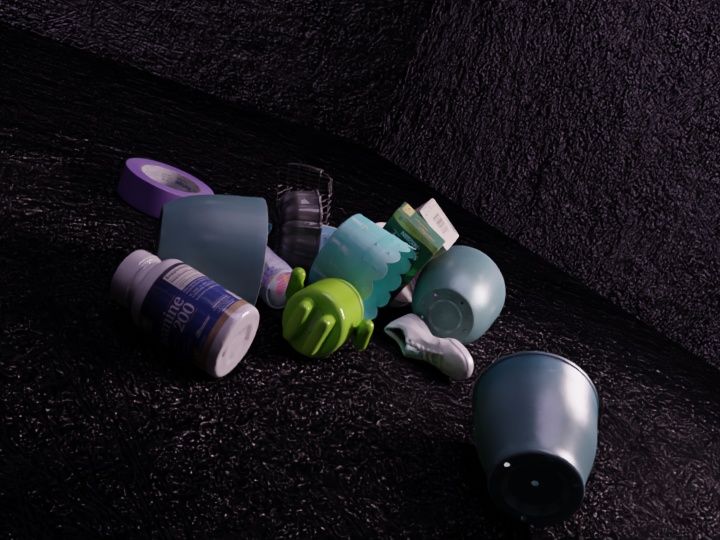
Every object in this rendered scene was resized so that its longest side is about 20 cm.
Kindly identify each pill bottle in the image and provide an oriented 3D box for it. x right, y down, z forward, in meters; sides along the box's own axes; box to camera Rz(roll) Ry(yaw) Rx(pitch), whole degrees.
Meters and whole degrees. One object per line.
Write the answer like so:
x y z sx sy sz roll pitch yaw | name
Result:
-0.251 0.054 0.978 0.198 0.113 0.111 30 16 13 | pill bottle

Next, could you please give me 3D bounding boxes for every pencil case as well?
-0.193 -0.009 1.322 0.090 0.084 0.200 22 14 -47 | pencil case

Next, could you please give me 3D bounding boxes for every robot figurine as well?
-0.062 0.078 1.187 0.174 0.117 0.200 33 16 10 | robot figurine

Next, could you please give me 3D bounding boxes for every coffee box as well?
0.077 -0.035 1.457 0.123 0.200 0.044 45 42 4 | coffee box

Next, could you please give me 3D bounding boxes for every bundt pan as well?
-0.139 -0.071 1.413 0.074 0.206 0.202 8 20 -17 | bundt pan

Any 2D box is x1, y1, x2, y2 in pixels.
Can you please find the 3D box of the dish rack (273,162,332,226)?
-0.132 -0.152 1.626 0.150 0.204 0.055 14 25 14 | dish rack

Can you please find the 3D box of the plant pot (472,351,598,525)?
0.258 0.258 1.022 0.197 0.202 0.189 25 31 -1 | plant pot

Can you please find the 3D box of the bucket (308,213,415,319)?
0.000 0.000 1.366 0.134 0.209 0.207 37 18 14 | bucket

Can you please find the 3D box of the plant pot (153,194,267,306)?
-0.250 -0.029 1.114 0.158 0.204 0.201 8 21 -20 | plant pot

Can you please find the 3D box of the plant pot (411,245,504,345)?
0.198 0.068 1.474 0.198 0.203 0.161 28 26 11 | plant pot

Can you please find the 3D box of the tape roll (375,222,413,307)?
0.068 -0.014 1.620 0.201 0.037 0.206 24 52 -34 | tape roll

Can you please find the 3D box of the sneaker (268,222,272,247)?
-0.258 -0.075 1.432 0.077 0.081 0.198 34 18 29 | sneaker

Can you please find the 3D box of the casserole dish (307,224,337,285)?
-0.073 -0.033 1.517 0.119 0.039 0.203 13 45 -22 | casserole dish

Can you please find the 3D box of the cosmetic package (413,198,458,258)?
0.105 -0.059 1.504 0.106 0.199 0.071 54 42 -7 | cosmetic package

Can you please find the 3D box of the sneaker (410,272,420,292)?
0.170 0.010 1.594 0.072 0.113 0.203 -28 89 -50 | sneaker

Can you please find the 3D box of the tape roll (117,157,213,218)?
-0.423 -0.172 1.506 0.197 0.067 0.200 24 15 -7 | tape roll

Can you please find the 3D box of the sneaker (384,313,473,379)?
0.127 0.158 1.352 0.087 0.077 0.199 -9 31 -43 | sneaker
